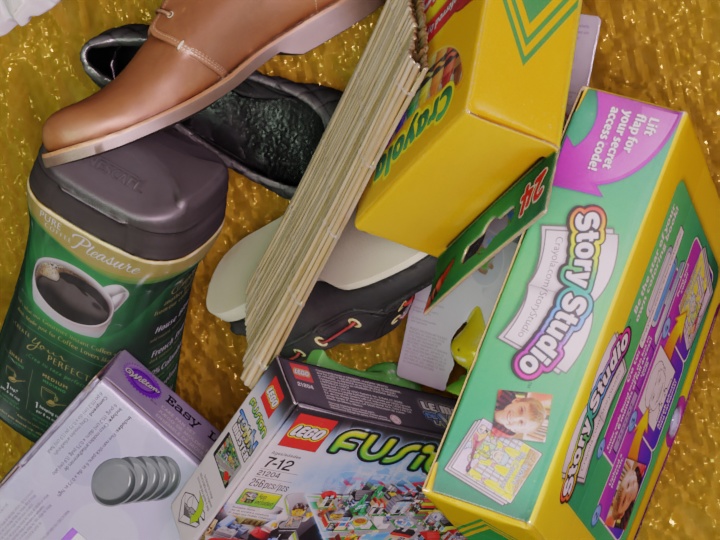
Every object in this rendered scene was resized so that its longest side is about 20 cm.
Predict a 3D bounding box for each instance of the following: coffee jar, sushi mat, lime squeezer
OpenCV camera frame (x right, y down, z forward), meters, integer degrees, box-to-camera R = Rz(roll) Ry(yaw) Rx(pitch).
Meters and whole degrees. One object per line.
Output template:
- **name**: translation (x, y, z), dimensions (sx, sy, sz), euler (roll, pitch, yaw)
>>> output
- **coffee jar**: translation (-0.139, 0.007, 1.320), dimensions (0.104, 0.085, 0.200), euler (29, 129, 12)
- **sushi mat**: translation (-0.014, -0.044, 1.177), dimensions (0.012, 0.096, 0.200), euler (20, 119, -14)
- **lime squeezer**: translation (0.020, 0.096, 1.298), dimensions (0.038, 0.071, 0.200), euler (-10, 129, 14)

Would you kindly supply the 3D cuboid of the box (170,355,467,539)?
- **box**: translation (0.015, 0.112, 1.235), dimensions (0.110, 0.200, 0.035), euler (-55, 38, 28)

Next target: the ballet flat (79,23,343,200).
- **ballet flat**: translation (-0.063, -0.078, 1.295), dimensions (0.200, 0.057, 0.067), euler (22, 105, 21)

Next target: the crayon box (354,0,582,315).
- **crayon box**: translation (0.053, -0.094, 1.128), dimensions (0.051, 0.200, 0.127), euler (20, 149, -17)

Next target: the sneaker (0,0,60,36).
- **sneaker**: translation (-0.135, -0.190, 1.292), dimensions (0.200, 0.088, 0.081), euler (-18, 100, 19)

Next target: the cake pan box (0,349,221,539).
- **cake pan box**: translation (-0.125, 0.173, 1.306), dimensions (0.184, 0.052, 0.200), euler (40, 111, -3)

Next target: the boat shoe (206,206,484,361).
- **boat shoe**: translation (0.001, -0.002, 1.253), dimensions (0.063, 0.074, 0.201), euler (35, 147, -25)

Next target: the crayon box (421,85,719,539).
- **crayon box**: translation (0.108, 0.042, 1.124), dimensions (0.058, 0.173, 0.200), euler (16, 75, 23)

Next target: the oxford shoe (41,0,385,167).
- **oxford shoe**: translation (-0.087, -0.118, 1.234), dimensions (0.071, 0.200, 0.071), euler (60, 162, -13)

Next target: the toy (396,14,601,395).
- **toy**: translation (0.081, -0.032, 1.228), dimensions (0.115, 0.047, 0.201), euler (16, 97, 51)
